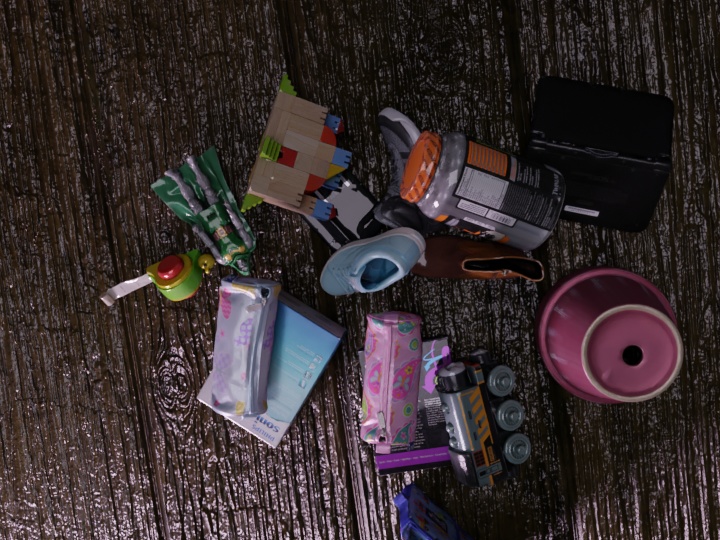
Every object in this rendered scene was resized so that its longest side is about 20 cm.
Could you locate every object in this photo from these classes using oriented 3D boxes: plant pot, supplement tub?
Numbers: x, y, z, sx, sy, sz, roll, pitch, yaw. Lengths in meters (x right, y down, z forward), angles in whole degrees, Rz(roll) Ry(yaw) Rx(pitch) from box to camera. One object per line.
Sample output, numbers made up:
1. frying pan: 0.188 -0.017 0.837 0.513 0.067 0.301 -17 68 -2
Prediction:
1. plant pot: 0.353 0.097 0.964 0.199 0.179 0.201 0 94 6
2. supplement tub: 0.163 -0.112 0.945 0.200 0.123 0.123 19 97 -11

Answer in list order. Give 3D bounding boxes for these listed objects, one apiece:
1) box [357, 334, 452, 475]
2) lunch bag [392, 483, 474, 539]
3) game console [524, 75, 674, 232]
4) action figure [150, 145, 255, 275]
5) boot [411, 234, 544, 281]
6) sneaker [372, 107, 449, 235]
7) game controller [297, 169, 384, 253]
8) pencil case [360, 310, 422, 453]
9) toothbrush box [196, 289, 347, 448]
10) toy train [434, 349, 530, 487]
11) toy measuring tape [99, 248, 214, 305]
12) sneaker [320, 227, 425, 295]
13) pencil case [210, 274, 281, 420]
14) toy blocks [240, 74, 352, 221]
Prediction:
1. box: 0.082 0.208 1.076 0.143 0.036 0.201 -9 95 6
2. lunch bag: 0.112 0.414 1.030 0.094 0.151 0.200 -38 90 7
3. game console: 0.342 -0.171 1.025 0.199 0.116 0.176 12 126 6
4. action figure: -0.226 -0.080 1.081 0.118 0.055 0.200 -32 94 5
5. boot: 0.147 -0.006 0.967 0.188 0.200 0.069 10 98 6
6. sneaker: 0.057 -0.133 1.020 0.114 0.075 0.200 -32 94 -7
7. game controller: -0.054 -0.119 1.069 0.104 0.042 0.200 -42 89 -7
8. pencil case: 0.045 0.160 1.017 0.087 0.087 0.201 5 93 6
9. toothbrush box: -0.134 0.144 1.069 0.146 0.085 0.200 30 96 4
10. toy train: 0.177 0.221 1.025 0.114 0.085 0.201 -16 95 -22
11. toy measuring tape: -0.318 0.026 1.086 0.200 0.074 0.074 -23 92 7
12. sneaker: 0.000 0.000 1.005 0.200 0.082 0.074 -29 105 42
13. pencil case: -0.162 0.106 0.984 0.091 0.083 0.201 13 98 42
14. toy blocks: -0.079 -0.163 1.013 0.136 0.100 0.201 17 84 -14
